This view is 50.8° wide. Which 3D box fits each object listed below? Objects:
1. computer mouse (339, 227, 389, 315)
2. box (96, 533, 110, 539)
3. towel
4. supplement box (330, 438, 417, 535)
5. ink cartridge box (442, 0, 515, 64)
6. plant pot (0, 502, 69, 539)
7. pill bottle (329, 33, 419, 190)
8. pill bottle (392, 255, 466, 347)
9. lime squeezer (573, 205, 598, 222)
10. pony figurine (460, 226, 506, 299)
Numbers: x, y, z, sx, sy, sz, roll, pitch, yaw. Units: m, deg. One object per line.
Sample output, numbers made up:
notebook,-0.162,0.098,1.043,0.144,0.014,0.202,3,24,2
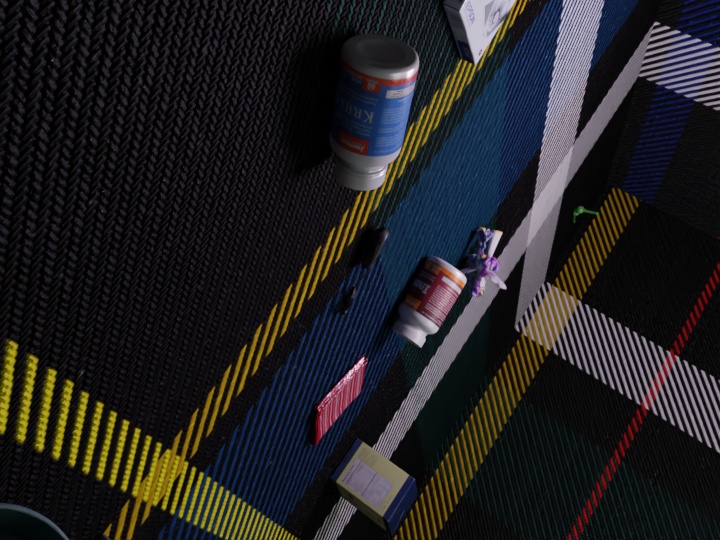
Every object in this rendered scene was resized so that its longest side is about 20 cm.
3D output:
computer mouse,0.000,0.000,1.474,0.202,0.034,0.059,-62,177,19
box,-0.333,0.504,1.108,0.106,0.198,0.123,-47,157,-28
towel,-0.050,0.304,1.765,0.200,0.022,0.146,-44,155,-38
supplement box,0.040,0.606,2.123,0.135,0.198,0.201,-51,158,-20
ink cartridge box,0.224,-0.491,1.321,0.202,0.040,0.199,-60,160,-1
plant pot,-0.397,0.341,0.804,0.201,0.200,0.134,-52,-165,-18
pill bottle,0.013,-0.220,1.084,0.112,0.111,0.203,-39,150,-42
pill bottle,0.162,0.077,1.830,0.202,0.112,0.113,-58,160,-5
lime squeezer,0.989,-0.259,3.407,0.200,0.069,0.038,153,-43,-73
pony figurine,0.341,-0.015,2.114,0.193,0.163,0.204,-5,108,-74
